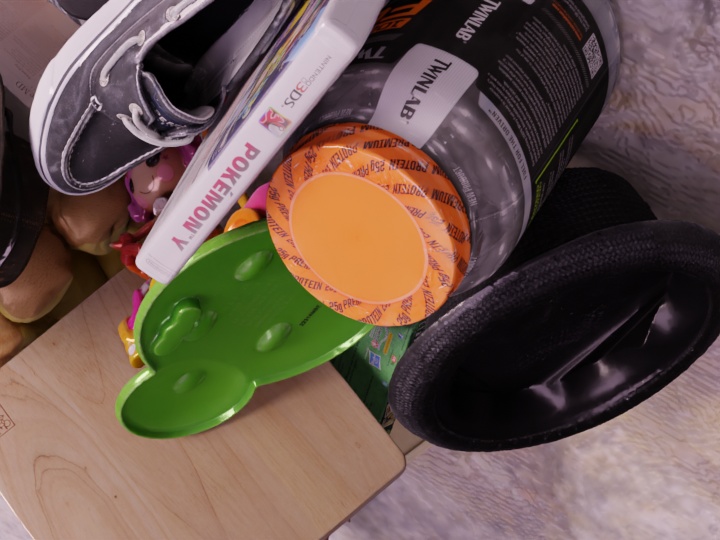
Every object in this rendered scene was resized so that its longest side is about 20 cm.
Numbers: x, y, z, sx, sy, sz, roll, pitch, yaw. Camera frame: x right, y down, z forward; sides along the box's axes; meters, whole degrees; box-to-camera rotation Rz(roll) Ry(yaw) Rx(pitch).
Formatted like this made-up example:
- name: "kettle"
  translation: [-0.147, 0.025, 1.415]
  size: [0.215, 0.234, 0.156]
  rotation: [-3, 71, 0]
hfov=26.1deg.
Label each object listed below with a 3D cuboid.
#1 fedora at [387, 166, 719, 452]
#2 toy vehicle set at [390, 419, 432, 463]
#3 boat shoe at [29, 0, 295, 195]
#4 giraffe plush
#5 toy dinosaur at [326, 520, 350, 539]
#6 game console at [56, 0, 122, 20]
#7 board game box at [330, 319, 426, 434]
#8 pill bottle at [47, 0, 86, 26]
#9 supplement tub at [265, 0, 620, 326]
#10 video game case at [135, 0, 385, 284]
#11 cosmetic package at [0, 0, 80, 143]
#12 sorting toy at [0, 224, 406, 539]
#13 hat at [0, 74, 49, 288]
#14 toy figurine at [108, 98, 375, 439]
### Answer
- name: "fedora"
  translation: [0.100, 0.013, 0.837]
  size: [0.198, 0.092, 0.202]
  rotation: [-11, 145, -8]
- name: "toy vehicle set"
  translation: [0.029, 0.042, 0.972]
  size: [0.124, 0.027, 0.200]
  rotation: [43, 135, -4]
- name: "boat shoe"
  translation: [-0.096, -0.094, 0.761]
  size: [0.071, 0.068, 0.200]
  rotation: [20, 129, -40]
- name: "giraffe plush"
  translation: [-0.229, -0.025, 1.019]
  size: [0.162, 0.173, 0.200]
  rotation: [39, 171, 13]
- name: "toy dinosaur"
  translation: [-0.063, 0.124, 1.059]
  size: [0.134, 0.086, 0.202]
  rotation: [8, 123, 26]
- name: "game console"
  translation: [-0.100, -0.223, 0.684]
  size: [0.199, 0.171, 0.119]
  rotation: [-31, 80, 9]
- name: "board game box"
  translation: [0.000, 0.000, 0.919]
  size: [0.104, 0.023, 0.201]
  rotation: [36, 131, 21]
- name: "pill bottle"
  translation: [-0.188, -0.228, 0.823]
  size: [0.199, 0.106, 0.107]
  rotation: [38, 136, 7]
- name: "supplement tub"
  translation: [0.041, -0.070, 0.753]
  size: [0.121, 0.200, 0.124]
  rotation: [16, 131, 20]
- name: "video game case"
  translation: [-0.025, -0.109, 0.729]
  size: [0.023, 0.201, 0.182]
  rotation: [34, 135, -10]
- name: "cosmetic package"
  translation: [-0.239, -0.156, 0.916]
  size: [0.200, 0.083, 0.051]
  rotation: [42, 135, -3]
- name: "sorting toy"
  translation: [-0.106, 0.106, 0.937]
  size: [0.200, 0.198, 0.070]
  rotation: [50, 174, 13]
- name: "hat"
  translation: [-0.226, -0.042, 0.877]
  size: [0.199, 0.080, 0.204]
  rotation: [-12, 74, 44]
- name: "toy figurine"
  translation: [-0.089, -0.035, 0.883]
  size: [0.200, 0.149, 0.186]
  rotation: [-47, 50, 33]
